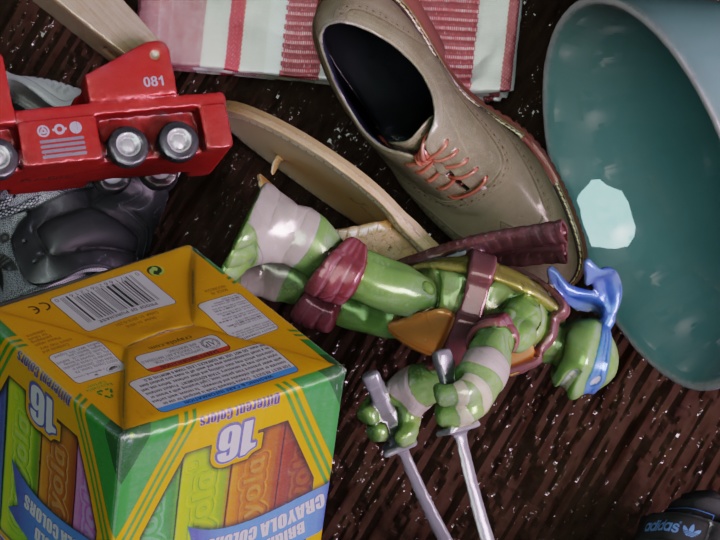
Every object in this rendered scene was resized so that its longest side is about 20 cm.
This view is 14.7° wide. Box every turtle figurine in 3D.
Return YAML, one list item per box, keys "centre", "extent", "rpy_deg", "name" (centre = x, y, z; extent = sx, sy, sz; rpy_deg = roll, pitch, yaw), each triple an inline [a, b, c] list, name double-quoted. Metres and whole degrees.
- centre: [0.014, 0.054, 1.333]
  extent: [0.194, 0.144, 0.200]
  rpy_deg: [26, 106, -1]
  name: "turtle figurine"

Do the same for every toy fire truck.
- centre: [-0.123, -0.111, 1.370]
  extent: [0.200, 0.049, 0.141]
  rpy_deg: [-6, 74, -20]
  name: "toy fire truck"

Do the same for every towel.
- centre: [-0.013, -0.167, 1.450]
  extent: [0.200, 0.023, 0.144]
  rpy_deg: [6, 85, 0]
  name: "towel"

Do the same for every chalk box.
- centre: [-0.100, 0.113, 1.283]
  extent: [0.125, 0.124, 0.200]
  rpy_deg: [-18, 128, -35]
  name: "chalk box"

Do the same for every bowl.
- centre: [0.183, -0.052, 1.370]
  extent: [0.105, 0.201, 0.201]
  rpy_deg: [-19, 87, -19]
  name: "bowl"

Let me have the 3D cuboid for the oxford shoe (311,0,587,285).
- centre: [0.039, -0.057, 1.401]
  extent: [0.070, 0.075, 0.200]
  rpy_deg: [-37, 101, 23]
  name: "oxford shoe"

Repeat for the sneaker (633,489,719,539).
- centre: [0.136, 0.156, 1.372]
  extent: [0.200, 0.077, 0.111]
  rpy_deg: [19, 80, -34]
  name: "sneaker"

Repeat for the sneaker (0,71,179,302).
- centre: [-0.188, -0.039, 1.388]
  extent: [0.200, 0.075, 0.114]
  rpy_deg: [12, 64, -16]
  name: "sneaker"

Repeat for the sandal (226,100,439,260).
- centre: [0.001, -0.001, 1.411]
  extent: [0.212, 0.078, 0.070]
  rpy_deg: [34, 78, -2]
  name: "sandal"
